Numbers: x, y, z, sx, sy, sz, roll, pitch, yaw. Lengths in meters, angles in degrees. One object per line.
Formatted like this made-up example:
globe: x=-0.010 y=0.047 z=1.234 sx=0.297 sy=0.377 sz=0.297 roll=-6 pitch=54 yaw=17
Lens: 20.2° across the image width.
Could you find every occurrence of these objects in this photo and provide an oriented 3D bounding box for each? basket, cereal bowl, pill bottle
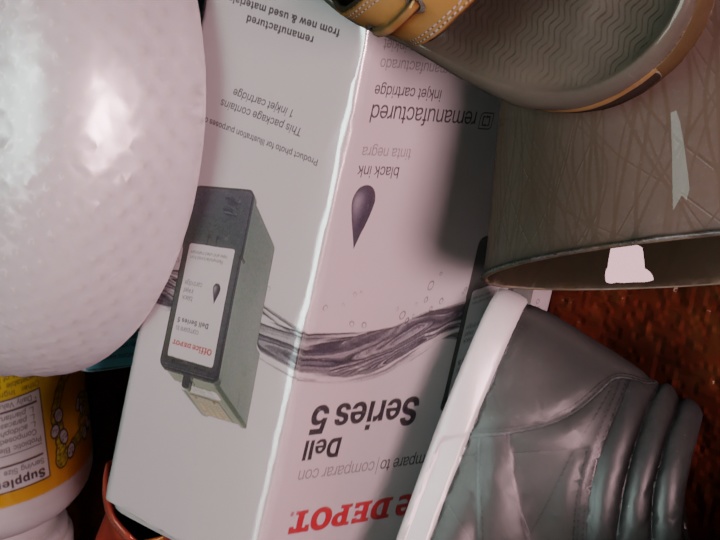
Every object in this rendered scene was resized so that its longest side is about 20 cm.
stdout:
basket: x=0.116 y=-0.102 z=0.647 sx=0.179 sy=0.136 sz=0.202 roll=-8 pitch=81 yaw=34
cereal bowl: x=-0.143 y=-0.060 z=0.731 sx=0.199 sy=0.083 sz=0.202 roll=-2 pitch=87 yaw=51
pill bottle: x=-0.179 y=0.052 z=0.910 sx=0.112 sy=0.112 sz=0.202 roll=16 pitch=119 yaw=41

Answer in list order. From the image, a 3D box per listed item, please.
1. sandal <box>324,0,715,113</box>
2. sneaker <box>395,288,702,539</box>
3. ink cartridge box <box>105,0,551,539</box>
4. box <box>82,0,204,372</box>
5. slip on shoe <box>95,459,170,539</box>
sandal: x=0.014 y=-0.106 z=0.606 sx=0.199 sy=0.054 sz=0.082 roll=33 pitch=115 yaw=28
sneaker: x=0.060 y=0.117 z=0.711 sx=0.098 sy=0.071 sz=0.202 roll=20 pitch=94 yaw=10
ink cartridge box: x=0.000 y=0.000 z=0.741 sx=0.084 sy=0.145 sz=0.202 roll=22 pitch=106 yaw=38
box: x=-0.093 y=-0.069 z=0.782 sx=0.082 sy=0.049 sz=0.202 roll=28 pitch=111 yaw=36
slip on shoe: x=-0.087 y=0.099 z=0.867 sx=0.074 sy=0.061 sz=0.200 roll=61 pitch=141 yaw=26
